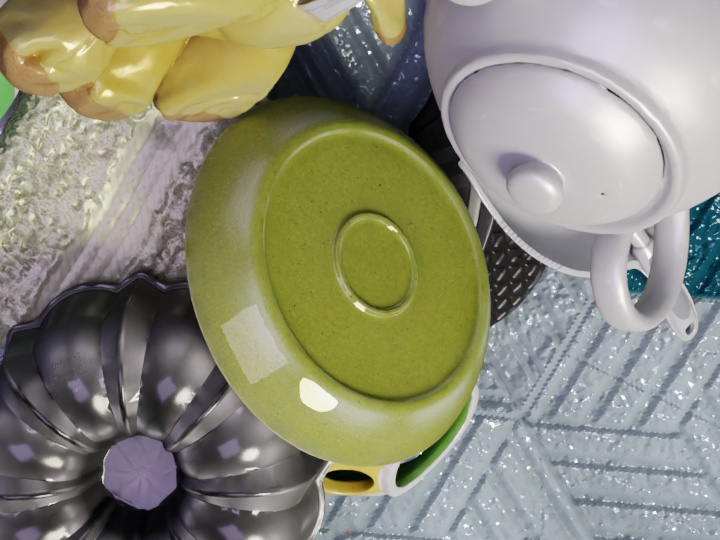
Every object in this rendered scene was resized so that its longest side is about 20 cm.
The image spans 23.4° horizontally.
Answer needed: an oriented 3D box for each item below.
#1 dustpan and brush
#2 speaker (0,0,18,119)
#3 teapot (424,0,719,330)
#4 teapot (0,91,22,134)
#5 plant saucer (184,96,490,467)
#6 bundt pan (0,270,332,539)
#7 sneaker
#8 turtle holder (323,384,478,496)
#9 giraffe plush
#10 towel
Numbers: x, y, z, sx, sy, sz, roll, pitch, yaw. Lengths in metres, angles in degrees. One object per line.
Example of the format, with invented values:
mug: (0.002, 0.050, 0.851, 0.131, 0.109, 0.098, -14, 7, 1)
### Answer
dustpan and brush: (0.150, -0.032, 0.994, 0.139, 0.057, 0.200, -41, 135, -11)
speaker: (-0.200, -0.175, 0.925, 0.088, 0.201, 0.089, 9, 153, 5)
teapot: (0.110, -0.085, 0.829, 0.199, 0.147, 0.198, 29, 151, -4)
teapot: (-0.203, -0.069, 1.009, 0.199, 0.146, 0.199, 4, 110, 8)
plant saucer: (0.000, 0.000, 0.903, 0.031, 0.200, 0.200, -24, 106, 48)
bundt pan: (-0.115, 0.107, 0.897, 0.201, 0.076, 0.203, 0, 100, 2)
sneaker: (0.068, -0.060, 1.016, 0.083, 0.071, 0.201, 33, 129, 39)
turtle holder: (-0.018, 0.066, 0.982, 0.132, 0.185, 0.141, 38, 133, 21)
giraffe plush: (-0.078, -0.178, 0.820, 0.199, 0.172, 0.163, -18, 76, 23)
towel: (-0.134, -0.032, 0.929, 0.148, 0.037, 0.201, 31, 102, -13)
